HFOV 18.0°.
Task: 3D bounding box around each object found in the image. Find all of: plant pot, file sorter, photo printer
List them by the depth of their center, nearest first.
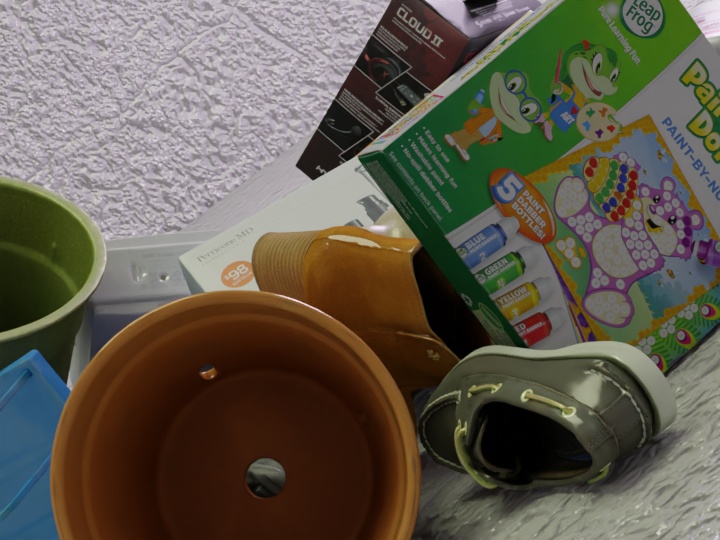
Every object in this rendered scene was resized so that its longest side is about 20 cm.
[{"bbox_3d":[-0.061,0.117,1.274,0.200,0.200,0.140,-37,-8,1],"label":"plant pot"},{"bbox_3d":[-0.209,0.182,1.416,0.139,0.200,0.123,-31,13,32],"label":"file sorter"},{"bbox_3d":[-0.274,0.067,1.549,0.200,0.190,0.200,3,34,-2],"label":"plant pot"},{"bbox_3d":[-0.130,0.048,1.670,0.166,0.070,0.200,-5,-30,-12],"label":"photo printer"}]

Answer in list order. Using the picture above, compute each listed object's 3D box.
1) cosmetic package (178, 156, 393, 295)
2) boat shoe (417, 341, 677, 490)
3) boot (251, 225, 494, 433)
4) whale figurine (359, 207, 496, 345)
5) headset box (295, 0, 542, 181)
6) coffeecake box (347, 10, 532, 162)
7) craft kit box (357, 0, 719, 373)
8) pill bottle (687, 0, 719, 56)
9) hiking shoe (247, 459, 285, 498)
[{"bbox_3d":[0.000,0.000,1.530,0.200,0.052,0.151,-30,46,-14],"label":"cosmetic package"},{"bbox_3d":[0.084,0.082,1.210,0.060,0.072,0.202,-38,11,-30],"label":"boat shoe"},{"bbox_3d":[0.025,0.058,1.343,0.144,0.201,0.071,9,47,43],"label":"boot"},{"bbox_3d":[0.071,0.003,1.373,0.159,0.104,0.200,0,-8,-4],"label":"whale figurine"},{"bbox_3d":[0.055,-0.151,1.774,0.149,0.075,0.200,-26,-28,-58],"label":"headset box"},{"bbox_3d":[0.116,-0.082,1.659,0.200,0.073,0.153,-40,51,-23],"label":"coffeecake box"},{"bbox_3d":[0.133,-0.045,1.260,0.197,0.200,0.049,-41,10,-19],"label":"craft kit box"},{"bbox_3d":[0.231,-0.107,1.410,0.113,0.113,0.200,-34,7,16],"label":"pill bottle"},{"bbox_3d":[-0.058,0.130,1.486,0.101,0.076,0.200,-44,10,-22],"label":"hiking shoe"}]
